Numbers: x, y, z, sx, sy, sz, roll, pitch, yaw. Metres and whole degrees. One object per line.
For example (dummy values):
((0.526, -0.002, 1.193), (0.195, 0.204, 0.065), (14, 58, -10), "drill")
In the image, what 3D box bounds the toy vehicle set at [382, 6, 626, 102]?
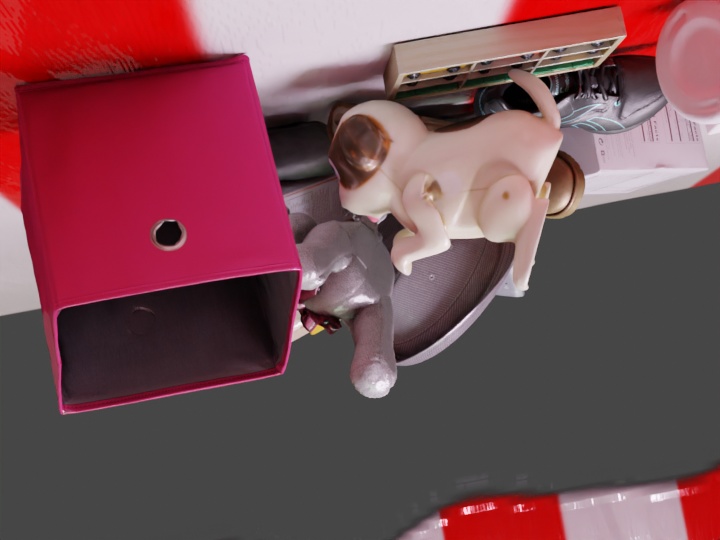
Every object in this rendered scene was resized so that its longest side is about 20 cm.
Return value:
((0.122, -0.187, 1.572), (0.198, 0.027, 0.124), (-10, 175, -4), "toy vehicle set")

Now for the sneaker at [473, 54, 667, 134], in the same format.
((0.208, -0.167, 1.710), (0.198, 0.076, 0.079), (-11, 173, -2), "sneaker")

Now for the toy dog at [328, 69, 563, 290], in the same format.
((0.069, -0.085, 1.576), (0.198, 0.196, 0.140), (12, -158, 5), "toy dog")

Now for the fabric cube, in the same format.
((-0.167, -0.028, 1.455), (0.194, 0.201, 0.200), (-9, 154, -13), "fabric cube")

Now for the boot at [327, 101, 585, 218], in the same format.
((0.091, -0.104, 1.721), (0.199, 0.067, 0.175), (6, -166, -39), "boot")

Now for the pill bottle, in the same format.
((0.364, -0.188, 1.589), (0.199, 0.112, 0.111), (-6, 173, -40), "pill bottle")

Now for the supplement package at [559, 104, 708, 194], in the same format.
((0.252, -0.142, 1.856), (0.113, 0.111, 0.199), (-15, 173, 42), "supplement package")

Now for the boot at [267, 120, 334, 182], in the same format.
((-0.110, -0.094, 1.702), (0.198, 0.073, 0.182), (-2, -158, -20), "boot")

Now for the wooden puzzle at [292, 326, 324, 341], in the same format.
((0.000, 0.000, 1.837), (0.199, 0.037, 0.185), (-24, 156, -18), "wooden puzzle")

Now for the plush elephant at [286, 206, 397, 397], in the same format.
((-0.057, 0.014, 1.640), (0.154, 0.165, 0.201), (-22, -147, 28), "plush elephant")

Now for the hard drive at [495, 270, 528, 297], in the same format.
((0.108, -0.054, 2.030), (0.138, 0.033, 0.201), (6, 139, 21), "hard drive")

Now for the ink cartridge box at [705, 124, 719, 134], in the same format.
((0.438, -0.199, 1.771), (0.198, 0.084, 0.147), (-11, 175, 1), "ink cartridge box")

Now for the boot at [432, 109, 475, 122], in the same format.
((0.095, -0.142, 1.917), (0.199, 0.068, 0.130), (-8, -174, -33), "boot")

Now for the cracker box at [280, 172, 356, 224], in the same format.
((-0.104, -0.066, 1.789), (0.133, 0.058, 0.199), (14, -155, 39), "cracker box")

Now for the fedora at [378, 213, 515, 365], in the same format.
((0.060, -0.009, 1.724), (0.090, 0.201, 0.176), (43, 166, -26), "fedora")
